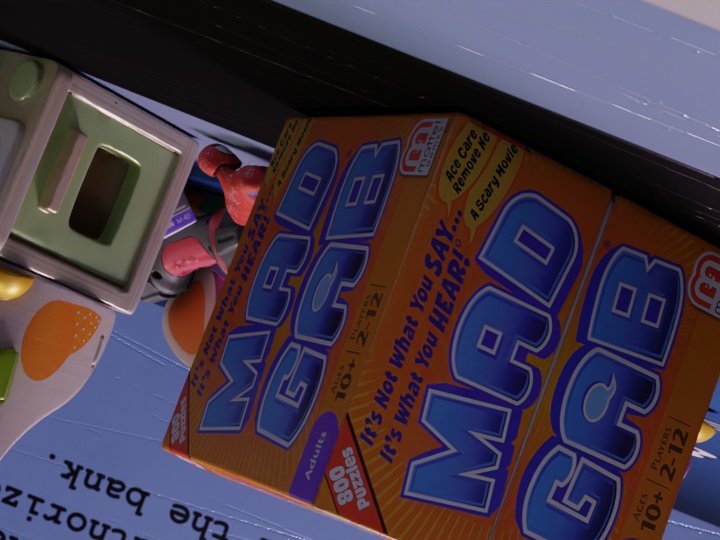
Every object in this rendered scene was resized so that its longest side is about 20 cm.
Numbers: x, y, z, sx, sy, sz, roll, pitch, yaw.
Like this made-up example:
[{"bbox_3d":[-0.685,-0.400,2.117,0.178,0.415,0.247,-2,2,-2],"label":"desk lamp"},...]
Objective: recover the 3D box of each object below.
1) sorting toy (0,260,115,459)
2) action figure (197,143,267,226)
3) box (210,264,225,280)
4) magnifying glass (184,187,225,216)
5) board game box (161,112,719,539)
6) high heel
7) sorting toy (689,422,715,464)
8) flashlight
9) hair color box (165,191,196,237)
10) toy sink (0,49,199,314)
[{"bbox_3d":[-0.294,0.071,1.298,0.198,0.182,0.107,19,173,15],"label":"sorting toy"},{"bbox_3d":[-0.023,-0.028,1.306,0.199,0.052,0.066,30,153,5],"label":"action figure"},{"bbox_3d":[-0.016,0.037,1.619,0.137,0.039,0.199,41,-167,32],"label":"box"},{"bbox_3d":[-0.109,-0.047,1.603,0.199,0.023,0.080,19,174,27],"label":"magnifying glass"},{"bbox_3d":[0.048,0.048,1.044,0.199,0.202,0.200,24,172,-26],"label":"board game box"},{"bbox_3d":[-0.118,0.023,1.644,0.096,0.067,0.201,34,-157,-36],"label":"high heel"},{"bbox_3d":[0.236,0.207,1.791,0.106,0.182,0.200,21,174,1],"label":"sorting toy"},{"bbox_3d":[-0.119,-0.011,1.522,0.199,0.068,0.068,-17,110,54],"label":"flashlight"},{"bbox_3d":[-0.212,-0.042,1.538,0.065,0.109,0.200,65,163,-9],"label":"hair color box"},{"bbox_3d":[-0.223,-0.069,1.300,0.111,0.131,0.199,15,170,43],"label":"toy sink"}]
